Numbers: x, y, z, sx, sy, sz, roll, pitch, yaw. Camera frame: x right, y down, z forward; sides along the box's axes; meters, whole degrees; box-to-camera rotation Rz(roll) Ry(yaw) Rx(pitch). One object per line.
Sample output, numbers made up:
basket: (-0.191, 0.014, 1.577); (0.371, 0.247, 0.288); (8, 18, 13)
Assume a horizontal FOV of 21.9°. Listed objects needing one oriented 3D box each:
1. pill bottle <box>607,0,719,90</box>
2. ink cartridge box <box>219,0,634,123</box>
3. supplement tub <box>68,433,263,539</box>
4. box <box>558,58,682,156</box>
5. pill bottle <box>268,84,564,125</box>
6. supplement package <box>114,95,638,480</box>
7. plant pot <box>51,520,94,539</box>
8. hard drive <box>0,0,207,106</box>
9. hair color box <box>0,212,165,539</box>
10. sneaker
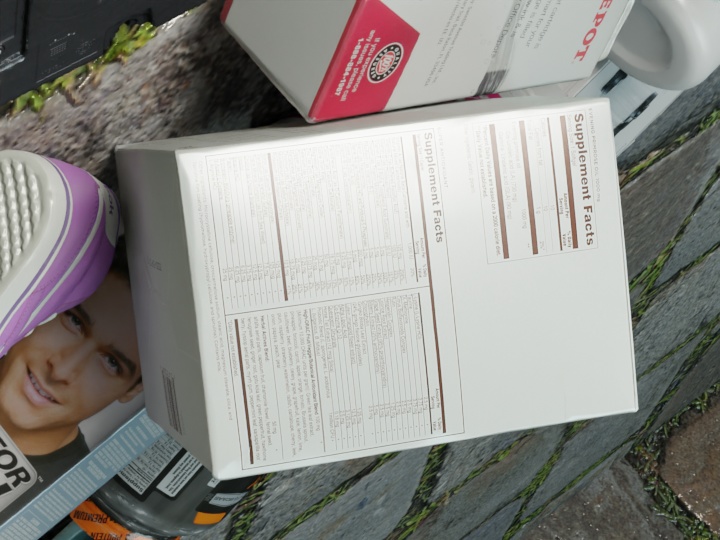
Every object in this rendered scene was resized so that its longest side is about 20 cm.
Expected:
pill bottle: (0.229, -0.213, 1.156); (0.200, 0.111, 0.111); (-44, 165, -18)
ink cartridge box: (0.051, -0.161, 0.886); (0.199, 0.083, 0.146); (-14, 140, -42)
supplement tub: (-0.097, 0.078, 1.146); (0.200, 0.123, 0.122); (-48, 162, 20)
box: (0.165, -0.138, 1.304); (0.117, 0.060, 0.200); (-45, 162, 10)
pill bottle: (0.032, -0.061, 1.107); (0.200, 0.113, 0.114); (-27, 157, -42)
supplement package: (0.000, 0.000, 0.892); (0.199, 0.148, 0.191); (-8, -173, -14)
plant pot: (-0.195, 0.315, 1.415); (0.196, 0.196, 0.200); (-41, 173, -2)
hard drive: (-0.108, -0.151, 0.713); (0.139, 0.038, 0.200); (-33, 161, -28)
hair color box: (-0.170, 0.071, 1.008); (0.200, 0.099, 0.061); (-39, 162, -9)
sneaker: (-0.191, 0.032, 0.918); (0.200, 0.073, 0.114); (-45, 166, 9)
